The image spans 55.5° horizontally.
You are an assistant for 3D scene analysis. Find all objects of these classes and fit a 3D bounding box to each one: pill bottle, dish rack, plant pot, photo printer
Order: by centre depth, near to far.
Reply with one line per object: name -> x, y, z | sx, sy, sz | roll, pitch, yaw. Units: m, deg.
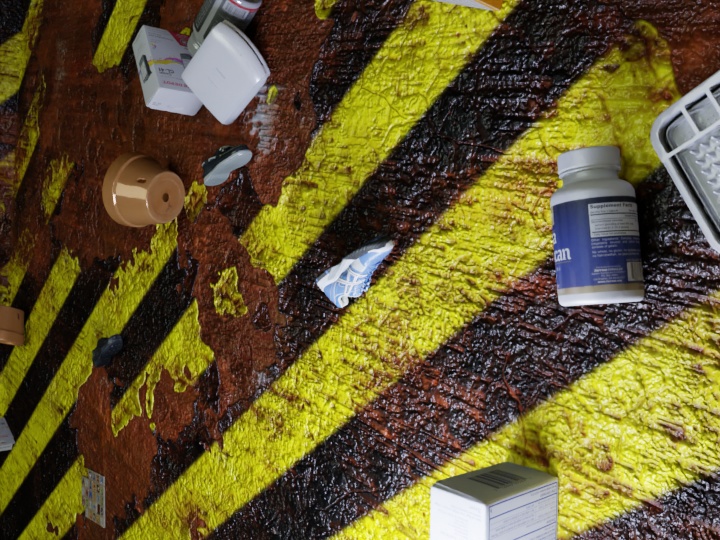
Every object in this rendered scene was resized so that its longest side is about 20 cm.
dish rack -> 0.457, -0.137, 0.804 | 0.171, 0.043, 0.203 | -38, 62, 40
pill bottle -> 0.312, -0.057, 0.913 | 0.110, 0.110, 0.204 | -8, 83, 47
photo printer -> -0.307, -0.459, 1.582 | 0.167, 0.070, 0.199 | 49, 131, -8
pill bottle -> -0.325, -0.589, 1.617 | 0.200, 0.113, 0.115 | -44, 59, 38
plant pot -> -0.568, -0.209, 1.842 | 0.138, 0.199, 0.204 | 13, 100, 30
plant pot -> -1.488, 0.224, 2.843 | 0.198, 0.198, 0.142 | -7, 67, 47

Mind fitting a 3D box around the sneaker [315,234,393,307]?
sneaker -> 0.000, 0.000, 1.300 | 0.199, 0.075, 0.078 | -36, 86, 42

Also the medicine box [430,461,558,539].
medicine box -> 0.193, 0.402, 0.990 | 0.102, 0.180, 0.204 | 3, 92, 47

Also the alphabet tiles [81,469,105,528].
alphabet tiles -> -0.913, 0.769, 2.337 | 0.198, 0.007, 0.171 | -3, 88, 47

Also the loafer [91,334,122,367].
loafer -> -0.814, 0.245, 2.184 | 0.200, 0.067, 0.071 | -39, 71, 44

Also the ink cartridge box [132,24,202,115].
ink cartridge box -> -0.494, -0.519, 1.777 | 0.085, 0.146, 0.203 | -37, 64, 41

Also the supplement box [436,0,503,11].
supplement box -> 0.154, -0.508, 1.117 | 0.199, 0.073, 0.128 | 31, 112, 44

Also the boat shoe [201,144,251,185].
boat shoe -> -0.329, -0.266, 1.648 | 0.199, 0.075, 0.061 | -23, 79, 45

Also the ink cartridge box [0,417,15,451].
ink cartridge box -> -1.612, 0.740, 3.027 | 0.199, 0.114, 0.069 | 35, 115, 42
